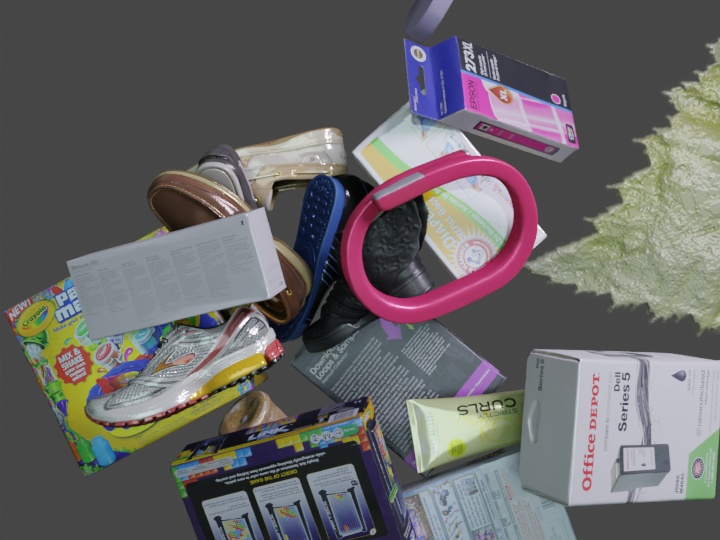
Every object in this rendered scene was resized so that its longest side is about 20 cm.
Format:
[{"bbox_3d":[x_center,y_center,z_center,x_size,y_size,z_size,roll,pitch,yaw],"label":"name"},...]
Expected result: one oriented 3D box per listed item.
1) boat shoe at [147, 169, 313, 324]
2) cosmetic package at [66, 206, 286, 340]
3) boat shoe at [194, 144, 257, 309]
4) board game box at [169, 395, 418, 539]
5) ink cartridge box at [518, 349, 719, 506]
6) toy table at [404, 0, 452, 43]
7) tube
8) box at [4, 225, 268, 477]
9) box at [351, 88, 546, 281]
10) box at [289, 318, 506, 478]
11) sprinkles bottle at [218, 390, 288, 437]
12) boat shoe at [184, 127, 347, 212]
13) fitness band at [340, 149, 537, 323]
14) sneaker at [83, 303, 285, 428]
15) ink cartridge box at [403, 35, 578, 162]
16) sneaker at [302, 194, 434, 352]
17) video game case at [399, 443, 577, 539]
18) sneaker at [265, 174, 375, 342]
[{"bbox_3d":[-0.132,-0.022,0.971,0.200,0.068,0.072,40,122,-17],"label":"boat shoe"},{"bbox_3d":[-0.177,0.004,0.928,0.198,0.051,0.083,-13,100,18],"label":"cosmetic package"},{"bbox_3d":[-0.127,-0.040,1.035,0.066,0.057,0.202,-3,124,13],"label":"boat shoe"},{"bbox_3d":[-0.060,0.228,0.927,0.198,0.057,0.167,-16,102,13],"label":"board game box"},{"bbox_3d":[0.271,0.160,0.998,0.198,0.084,0.147,3,91,-27],"label":"ink cartridge box"},{"bbox_3d":[0.058,-0.357,1.017,0.116,0.184,0.202,23,82,-14],"label":"toy table"},{"bbox_3d":[0.149,0.162,1.037,0.198,0.052,0.058,-8,45,-11],"label":"tube"},{"bbox_3d":[-0.235,0.082,1.044,0.199,0.122,0.194,-28,88,1],"label":"box"},{"bbox_3d":[0.093,-0.078,1.034,0.101,0.112,0.200,-40,89,2],"label":"box"},{"bbox_3d":[0.041,0.109,1.074,0.200,0.036,0.143,40,91,1],"label":"box"},{"bbox_3d":[-0.062,0.213,1.020,0.068,0.068,0.200,-40,117,2],"label":"sprinkles bottle"},{"bbox_3d":[-0.108,-0.098,1.062,0.198,0.074,0.070,-16,83,2],"label":"boat shoe"},{"bbox_3d":[0.076,-0.031,0.933,0.198,0.037,0.145,-23,114,-8],"label":"fitness band"},{"bbox_3d":[-0.178,0.094,0.950,0.198,0.078,0.083,-26,85,-8],"label":"sneaker"},{"bbox_3d":[0.138,-0.182,1.007,0.198,0.037,0.096,12,59,-27],"label":"ink cartridge box"},{"bbox_3d":[-0.001,0.001,0.998,0.199,0.060,0.105,-29,100,27],"label":"sneaker"},{"bbox_3d":[0.147,0.309,1.063,0.179,0.045,0.202,-20,89,1],"label":"video game case"},{"bbox_3d":[-0.039,-0.010,1.062,0.070,0.077,0.202,40,117,37],"label":"sneaker"}]
